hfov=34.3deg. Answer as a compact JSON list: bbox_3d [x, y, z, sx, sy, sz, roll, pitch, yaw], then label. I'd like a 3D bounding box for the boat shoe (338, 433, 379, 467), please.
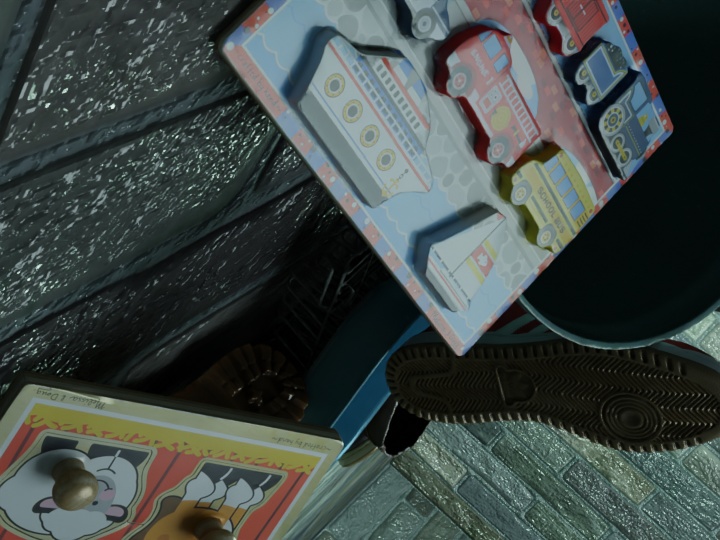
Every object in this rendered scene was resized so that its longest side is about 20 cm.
[{"bbox_3d":[-0.002,0.099,0.990,0.072,0.065,0.200,-33,-168,16],"label":"boat shoe"}]

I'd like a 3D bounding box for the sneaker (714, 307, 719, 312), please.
[{"bbox_3d":[0.157,-0.036,0.732,0.074,0.200,0.081,-54,170,-1],"label":"sneaker"}]

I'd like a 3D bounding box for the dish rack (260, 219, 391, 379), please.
[{"bbox_3d":[0.000,0.000,0.774,0.153,0.055,0.200,-43,167,-33],"label":"dish rack"}]

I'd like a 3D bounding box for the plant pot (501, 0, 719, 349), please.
[{"bbox_3d":[0.112,-0.075,0.614,0.200,0.200,0.134,-47,-149,-8],"label":"plant pot"}]

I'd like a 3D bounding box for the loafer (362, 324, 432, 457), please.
[{"bbox_3d":[0.063,0.060,0.829,0.073,0.071,0.200,9,129,-35],"label":"loafer"}]

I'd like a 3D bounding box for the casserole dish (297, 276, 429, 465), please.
[{"bbox_3d":[-0.005,0.070,0.751,0.200,0.039,0.121,-54,168,22],"label":"casserole dish"}]

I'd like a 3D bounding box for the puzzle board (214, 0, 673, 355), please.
[{"bbox_3d":[0.050,-0.071,0.471,0.151,0.017,0.200,-47,132,-9],"label":"puzzle board"}]

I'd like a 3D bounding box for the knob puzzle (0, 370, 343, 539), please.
[{"bbox_3d":[-0.122,0.147,0.552,0.219,0.030,0.220,-17,132,-20],"label":"knob puzzle"}]

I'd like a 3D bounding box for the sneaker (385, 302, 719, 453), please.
[{"bbox_3d":[0.125,0.043,0.672,0.112,0.200,0.071,-43,129,-50],"label":"sneaker"}]

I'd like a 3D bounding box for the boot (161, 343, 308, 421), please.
[{"bbox_3d":[-0.120,0.115,0.652,0.107,0.075,0.200,-39,171,33],"label":"boot"}]
